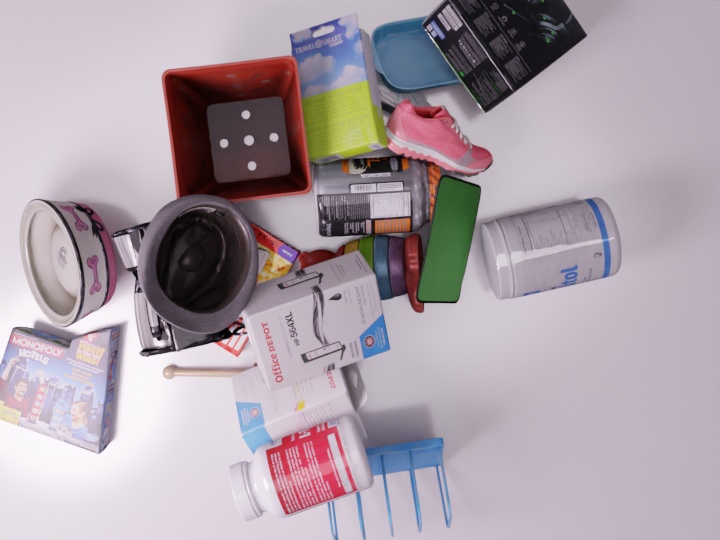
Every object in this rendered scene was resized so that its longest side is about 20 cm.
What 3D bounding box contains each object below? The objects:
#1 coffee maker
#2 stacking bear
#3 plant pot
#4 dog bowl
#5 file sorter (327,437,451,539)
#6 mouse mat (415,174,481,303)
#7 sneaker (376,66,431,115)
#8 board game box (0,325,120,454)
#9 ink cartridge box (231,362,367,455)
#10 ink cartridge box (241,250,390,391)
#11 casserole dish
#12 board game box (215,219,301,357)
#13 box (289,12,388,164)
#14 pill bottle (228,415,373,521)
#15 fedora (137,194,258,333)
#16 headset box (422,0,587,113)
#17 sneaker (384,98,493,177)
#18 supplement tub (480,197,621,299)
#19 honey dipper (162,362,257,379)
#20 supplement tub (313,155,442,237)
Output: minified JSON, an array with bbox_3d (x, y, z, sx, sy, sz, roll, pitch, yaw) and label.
[{"bbox_3d":[-0.270,0.015,1.370,0.191,0.134,0.202,-13,95,-25],"label":"coffee maker"},{"bbox_3d":[0.000,0.000,1.419,0.198,0.114,0.122,-4,123,8],"label":"stacking bear"},{"bbox_3d":[-0.181,-0.206,1.363,0.198,0.176,0.202,-7,94,-1],"label":"plant pot"},{"bbox_3d":[-0.453,-0.017,1.374,0.073,0.199,0.202,-16,96,-42],"label":"dog bowl"},{"bbox_3d":[0.042,0.357,1.411,0.198,0.139,0.124,-8,64,-1],"label":"file sorter"},{"bbox_3d":[0.142,-0.046,1.404,0.007,0.161,0.202,15,95,31],"label":"mouse mat"},{"bbox_3d":[0.068,-0.282,1.418,0.199,0.070,0.081,27,76,-8],"label":"sneaker"},{"bbox_3d":[-0.480,0.169,1.442,0.199,0.062,0.201,20,93,-3],"label":"board game box"},{"bbox_3d":[-0.085,0.213,1.401,0.199,0.129,0.126,-21,131,0],"label":"ink cartridge box"},{"bbox_3d":[-0.070,0.077,1.325,0.199,0.084,0.147,-19,123,-10],"label":"ink cartridge box"},{"bbox_3d":[0.102,-0.339,1.397,0.198,0.039,0.122,-15,76,-19],"label":"casserole dish"},{"bbox_3d":[-0.212,0.016,1.443,0.151,0.046,0.201,30,93,-2],"label":"board game box"},{"bbox_3d":[-0.035,-0.274,1.341,0.121,0.048,0.202,-12,83,20],"label":"box"},{"bbox_3d":[-0.088,0.298,1.310,0.198,0.112,0.113,-19,95,-2],"label":"pill bottle"},{"bbox_3d":[-0.239,-0.008,1.262,0.176,0.090,0.202,22,73,-26],"label":"fedora"},{"bbox_3d":[0.229,-0.378,1.370,0.200,0.093,0.175,-40,95,-24],"label":"headset box"},{"bbox_3d":[0.131,-0.208,1.366,0.199,0.074,0.087,12,120,-25],"label":"sneaker"},{"bbox_3d":[0.303,-0.035,1.412,0.198,0.132,0.133,-13,95,0],"label":"supplement tub"},{"bbox_3d":[-0.230,0.172,1.465,0.198,0.038,0.038,-1,95,2],"label":"honey dipper"},{"bbox_3d":[0.027,-0.119,1.402,0.198,0.123,0.124,-3,95,-2],"label":"supplement tub"}]
